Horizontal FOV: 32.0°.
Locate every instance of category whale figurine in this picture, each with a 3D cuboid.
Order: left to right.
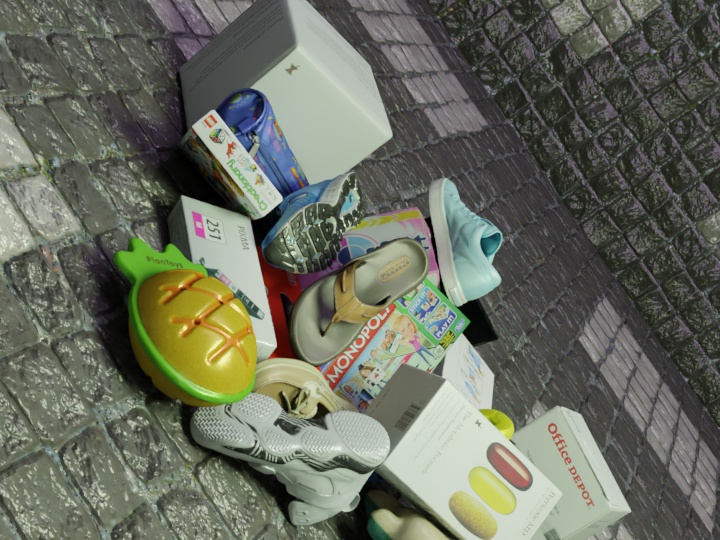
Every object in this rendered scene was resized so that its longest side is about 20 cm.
[{"bbox_3d":[0.051,0.314,1.334,0.159,0.104,0.200,43,-1,-30],"label":"whale figurine"}]

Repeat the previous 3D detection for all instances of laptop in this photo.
[{"bbox_3d":[0.088,0.016,1.730,0.189,0.115,0.200,61,5,-11],"label":"laptop"}]

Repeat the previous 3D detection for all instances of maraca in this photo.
[{"bbox_3d":[-0.169,0.047,1.207,0.136,0.107,0.201,14,38,-48],"label":"maraca"}]

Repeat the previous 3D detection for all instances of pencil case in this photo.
[{"bbox_3d":[-0.115,-0.131,1.559,0.087,0.077,0.201,59,-2,47],"label":"pencil case"}]

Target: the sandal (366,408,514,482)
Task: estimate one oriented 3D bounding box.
[{"bbox_3d":[0.085,0.223,1.448,0.080,0.197,0.088,-128,-146,-63],"label":"sandal"}]

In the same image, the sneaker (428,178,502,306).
[{"bbox_3d":[0.135,-0.041,1.550,0.074,0.081,0.202,63,15,-48],"label":"sneaker"}]

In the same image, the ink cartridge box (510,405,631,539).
[{"bbox_3d":[0.214,0.284,1.561,0.084,0.199,0.147,22,37,-57],"label":"ink cartridge box"}]

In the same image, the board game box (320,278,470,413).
[{"bbox_3d":[0.021,0.095,1.450,0.134,0.201,0.029,42,-9,-29],"label":"board game box"}]

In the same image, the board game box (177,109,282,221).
[{"bbox_3d":[-0.155,-0.117,1.465,0.127,0.035,0.200,52,-10,-7],"label":"board game box"}]

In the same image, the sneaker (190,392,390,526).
[{"bbox_3d":[-0.077,0.191,1.240,0.197,0.116,0.076,9,36,-14],"label":"sneaker"}]

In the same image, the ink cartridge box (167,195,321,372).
[{"bbox_3d":[-0.120,0.021,1.383,0.172,0.044,0.201,16,39,-31],"label":"ink cartridge box"}]

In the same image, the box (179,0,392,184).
[{"bbox_3d":[-0.100,-0.223,1.656,0.199,0.199,0.172,39,23,-37],"label":"box"}]

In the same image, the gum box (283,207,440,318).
[{"bbox_3d":[0.000,0.000,1.526,0.067,0.197,0.114,82,-5,-47],"label":"gum box"}]

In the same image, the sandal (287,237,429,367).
[{"bbox_3d":[0.003,0.028,1.366,0.082,0.199,0.055,59,-23,-2],"label":"sandal"}]

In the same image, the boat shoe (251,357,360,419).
[{"bbox_3d":[-0.053,0.156,1.344,0.199,0.073,0.063,36,24,-44],"label":"boat shoe"}]

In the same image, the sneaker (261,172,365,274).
[{"bbox_3d":[-0.067,-0.050,1.481,0.200,0.089,0.079,-44,124,-56],"label":"sneaker"}]

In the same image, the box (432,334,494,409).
[{"bbox_3d":[0.096,0.172,1.599,0.102,0.112,0.200,51,20,-14],"label":"box"}]

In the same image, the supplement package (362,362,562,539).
[{"bbox_3d":[0.100,0.211,1.346,0.200,0.114,0.109,44,-12,-22],"label":"supplement package"}]
